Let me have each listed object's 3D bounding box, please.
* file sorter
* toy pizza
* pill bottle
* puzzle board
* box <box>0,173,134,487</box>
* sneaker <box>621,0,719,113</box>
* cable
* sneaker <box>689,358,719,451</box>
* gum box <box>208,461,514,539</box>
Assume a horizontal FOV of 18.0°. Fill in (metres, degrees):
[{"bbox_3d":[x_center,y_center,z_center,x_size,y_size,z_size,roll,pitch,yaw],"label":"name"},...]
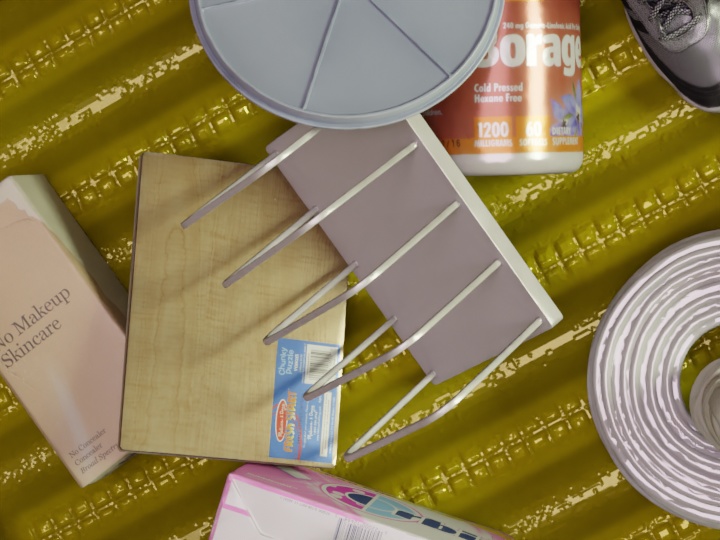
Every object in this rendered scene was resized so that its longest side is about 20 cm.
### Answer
[{"bbox_3d":[0.000,0.000,1.465,0.201,0.124,0.139,55,142,-4],"label":"file sorter"},{"bbox_3d":[-0.008,-0.178,1.428,0.199,0.032,0.202,0,70,1],"label":"toy pizza"},{"bbox_3d":[0.089,-0.163,1.493,0.111,0.112,0.202,-2,93,9],"label":"pill bottle"},{"bbox_3d":[-0.083,0.028,1.532,0.150,0.017,0.202,7,80,-18],"label":"puzzle board"},{"bbox_3d":[-0.206,0.039,1.567,0.095,0.078,0.200,-38,87,9],"label":"box"},{"bbox_3d":[0.185,-0.190,1.470,0.075,0.114,0.201,-26,87,24],"label":"sneaker"},{"bbox_3d":[0.249,0.074,1.500,0.199,0.069,0.201,-25,89,9],"label":"cable"},{"bbox_3d":[0.289,0.131,1.411,0.199,0.099,0.078,31,99,6],"label":"sneaker"},{"bbox_3d":[0.007,0.188,1.521,0.199,0.113,0.067,18,96,8],"label":"gum box"}]
